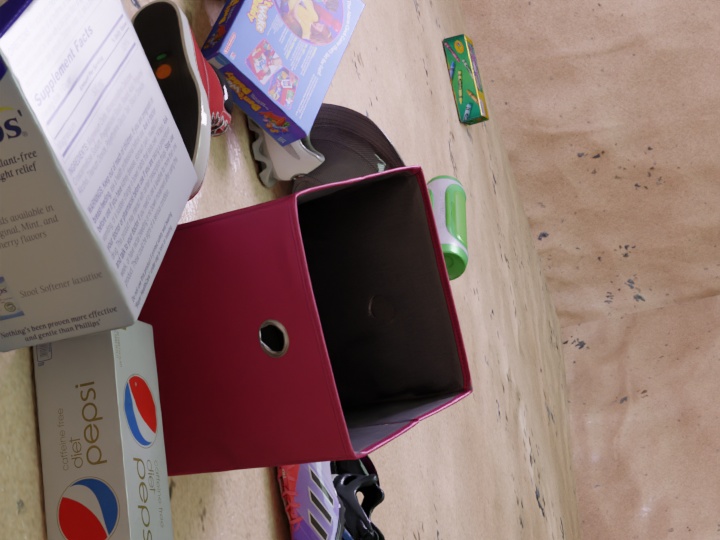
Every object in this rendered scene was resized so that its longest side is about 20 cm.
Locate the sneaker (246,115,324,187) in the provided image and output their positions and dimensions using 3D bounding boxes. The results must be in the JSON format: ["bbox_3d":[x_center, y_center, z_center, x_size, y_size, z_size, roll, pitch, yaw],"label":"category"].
[{"bbox_3d":[-0.089,-0.203,1.374,0.074,0.087,0.202,-34,109,-73],"label":"sneaker"}]

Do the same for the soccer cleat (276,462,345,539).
[{"bbox_3d":[-0.059,0.206,1.220,0.073,0.068,0.202,28,50,-40],"label":"soccer cleat"}]

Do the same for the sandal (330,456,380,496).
[{"bbox_3d":[-0.010,0.219,1.395,0.075,0.047,0.203,14,64,-74],"label":"sandal"}]

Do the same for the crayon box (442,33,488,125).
[{"bbox_3d":[0.254,-0.456,2.924,0.119,0.058,0.203,-10,88,-76],"label":"crayon box"}]

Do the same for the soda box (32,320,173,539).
[{"bbox_3d":[-0.172,0.134,0.826,0.068,0.063,0.203,35,45,-70],"label":"soda box"}]

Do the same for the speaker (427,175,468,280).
[{"bbox_3d":[0.150,-0.077,2.172,0.201,0.087,0.089,-87,159,-45],"label":"speaker"}]

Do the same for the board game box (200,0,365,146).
[{"bbox_3d":[-0.082,-0.254,1.306,0.134,0.044,0.202,41,53,-29],"label":"board game box"}]

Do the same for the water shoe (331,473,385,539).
[{"bbox_3d":[-0.015,0.287,1.258,0.201,0.078,0.072,-85,157,-48],"label":"water shoe"}]

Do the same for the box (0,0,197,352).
[{"bbox_3d":[-0.206,-0.085,0.797,0.185,0.104,0.202,-79,153,-56],"label":"box"}]

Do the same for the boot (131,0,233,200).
[{"bbox_3d":[-0.151,-0.128,1.117,0.144,0.072,0.202,55,23,-59],"label":"boot"}]

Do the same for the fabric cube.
[{"bbox_3d":[-0.056,0.040,0.983,0.199,0.197,0.199,-18,96,-57],"label":"fabric cube"}]

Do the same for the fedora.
[{"bbox_3d":[-0.026,-0.093,1.446,0.091,0.175,0.201,-57,148,-28],"label":"fedora"}]
